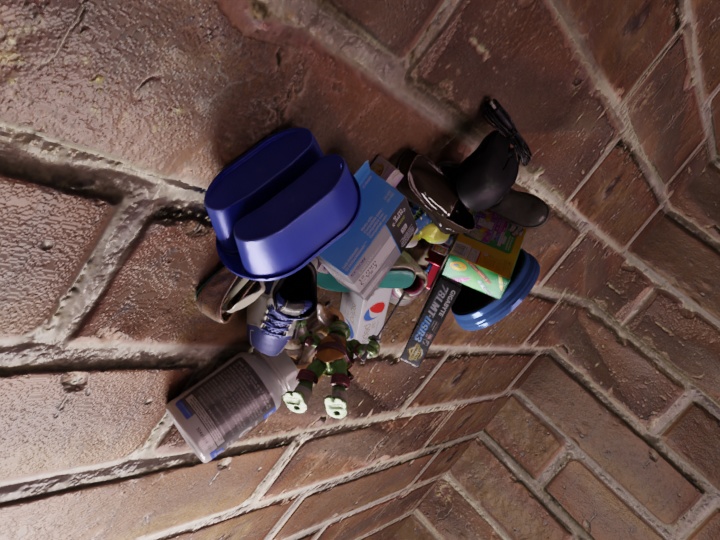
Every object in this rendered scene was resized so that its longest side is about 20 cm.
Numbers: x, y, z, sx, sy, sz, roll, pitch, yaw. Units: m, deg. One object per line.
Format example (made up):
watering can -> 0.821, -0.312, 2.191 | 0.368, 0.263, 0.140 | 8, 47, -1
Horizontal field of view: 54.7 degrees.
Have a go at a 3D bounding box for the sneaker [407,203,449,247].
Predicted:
sneaker -> 0.094, -0.100, 1.208 | 0.199, 0.075, 0.106 | -8, 117, -52

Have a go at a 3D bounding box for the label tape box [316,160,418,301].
label tape box -> 0.008, -0.051, 1.010 | 0.144, 0.066, 0.200 | -54, 161, -7

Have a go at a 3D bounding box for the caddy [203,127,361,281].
caddy -> -0.093, -0.077, 0.856 | 0.200, 0.141, 0.105 | -39, 150, -14

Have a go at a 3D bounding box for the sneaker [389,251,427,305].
sneaker -> 0.082, 0.026, 1.326 | 0.081, 0.088, 0.200 | -43, 154, -7

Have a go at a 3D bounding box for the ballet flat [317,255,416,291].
ballet flat -> 0.000, 0.000, 1.187 | 0.199, 0.063, 0.068 | 4, 126, -27

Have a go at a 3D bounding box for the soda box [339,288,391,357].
soda box -> 0.005, 0.075, 1.301 | 0.068, 0.064, 0.201 | -24, 147, -27

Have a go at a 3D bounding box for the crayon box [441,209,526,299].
crayon box -> 0.242, -0.047, 1.320 | 0.200, 0.118, 0.058 | -59, 169, -45

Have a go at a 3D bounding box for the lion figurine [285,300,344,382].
lion figurine -> -0.075, 0.135, 1.253 | 0.122, 0.073, 0.200 | 15, 123, -46

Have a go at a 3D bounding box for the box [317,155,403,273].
box -> -0.012, -0.085, 1.082 | 0.200, 0.041, 0.039 | -51, 155, 11

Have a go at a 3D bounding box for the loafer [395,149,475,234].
loafer -> 0.131, -0.127, 1.138 | 0.200, 0.071, 0.073 | 37, 74, -41

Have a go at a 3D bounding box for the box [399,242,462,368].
box -> 0.156, 0.066, 1.401 | 0.201, 0.049, 0.199 | -66, 174, 26

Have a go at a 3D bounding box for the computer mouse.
computer mouse -> 0.225, -0.182, 1.148 | 0.139, 0.053, 0.200 | 48, 57, -23

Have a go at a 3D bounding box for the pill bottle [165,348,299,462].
pill bottle -> -0.200, 0.204, 1.121 | 0.199, 0.114, 0.114 | -35, 152, -22

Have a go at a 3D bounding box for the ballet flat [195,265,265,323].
ballet flat -> -0.143, -0.006, 0.963 | 0.200, 0.067, 0.068 | -50, 154, 5

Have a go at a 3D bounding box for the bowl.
bowl -> 0.261, 0.033, 1.376 | 0.200, 0.039, 0.201 | -41, -164, 14

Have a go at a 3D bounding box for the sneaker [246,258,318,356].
sneaker -> -0.115, 0.048, 1.011 | 0.080, 0.115, 0.200 | 19, 114, -14

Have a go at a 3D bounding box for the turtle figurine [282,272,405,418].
turtle figurine -> -0.049, 0.118, 1.092 | 0.200, 0.143, 0.195 | -49, -162, 41

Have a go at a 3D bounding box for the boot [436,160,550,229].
boot -> 0.240, -0.138, 1.248 | 0.200, 0.181, 0.073 | 19, 94, -66

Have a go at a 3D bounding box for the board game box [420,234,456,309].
board game box -> 0.148, -0.019, 1.400 | 0.201, 0.039, 0.158 | -65, 175, 12
